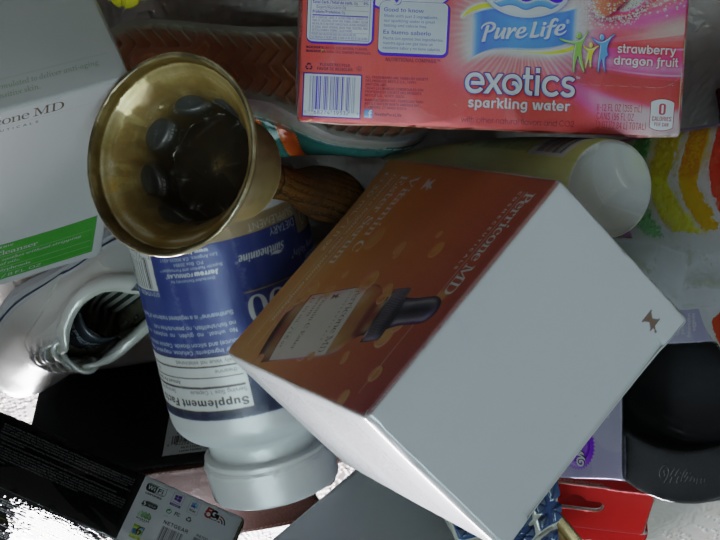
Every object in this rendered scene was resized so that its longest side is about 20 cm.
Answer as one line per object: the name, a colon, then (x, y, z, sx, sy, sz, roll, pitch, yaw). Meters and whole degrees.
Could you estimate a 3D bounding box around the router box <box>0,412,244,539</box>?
router box: (-0.185, 0.168, 1.108, 0.200, 0.051, 0.149, 24, 148, -1)

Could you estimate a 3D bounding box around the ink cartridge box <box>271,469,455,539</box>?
ink cartridge box: (-0.012, 0.251, 1.146, 0.146, 0.147, 0.200, 45, 139, 11)

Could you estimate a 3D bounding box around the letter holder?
letter holder: (-0.119, 0.144, 1.218, 0.199, 0.101, 0.142, -9, 135, 13)

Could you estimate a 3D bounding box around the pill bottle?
pill bottle: (-0.073, 0.040, 1.050, 0.111, 0.111, 0.201, -8, 106, 13)

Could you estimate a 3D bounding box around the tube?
tube: (0.087, -0.052, 0.947, 0.052, 0.200, 0.058, -46, 113, -12)

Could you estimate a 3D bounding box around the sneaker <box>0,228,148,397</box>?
sneaker: (-0.194, 0.037, 1.136, 0.073, 0.071, 0.200, 31, 129, -24)

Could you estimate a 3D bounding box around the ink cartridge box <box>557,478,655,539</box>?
ink cartridge box: (0.145, 0.198, 1.270, 0.116, 0.067, 0.200, 7, 135, 0)

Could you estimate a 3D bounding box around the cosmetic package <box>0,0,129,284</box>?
cosmetic package: (-0.200, -0.075, 0.958, 0.107, 0.085, 0.200, -18, 159, -20)

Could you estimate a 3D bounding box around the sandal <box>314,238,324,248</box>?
sandal: (0.004, 0.003, 1.087, 0.211, 0.070, 0.078, -27, 127, 28)

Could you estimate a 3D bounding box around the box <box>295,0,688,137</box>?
box: (0.066, -0.127, 0.904, 0.199, 0.095, 0.103, 1, 98, -2)

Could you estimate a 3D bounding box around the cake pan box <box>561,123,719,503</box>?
cake pan box: (0.185, 0.023, 0.914, 0.052, 0.201, 0.184, 4, 175, -38)

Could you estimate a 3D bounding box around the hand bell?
hand bell: (-0.048, -0.051, 0.941, 0.104, 0.104, 0.200, -25, 164, 26)

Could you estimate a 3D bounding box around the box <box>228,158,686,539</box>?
box: (0.043, 0.034, 0.898, 0.106, 0.152, 0.200, 45, 168, -21)

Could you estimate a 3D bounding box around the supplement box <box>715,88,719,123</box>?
supplement box: (0.263, -0.008, 1.027, 0.061, 0.109, 0.200, -10, 132, 14)

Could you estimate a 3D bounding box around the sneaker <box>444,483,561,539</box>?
sneaker: (0.061, 0.113, 1.100, 0.077, 0.085, 0.200, -27, 93, -16)

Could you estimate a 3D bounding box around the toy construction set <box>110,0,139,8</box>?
toy construction set: (-0.084, -0.220, 0.866, 0.131, 0.092, 0.200, 11, 146, -5)

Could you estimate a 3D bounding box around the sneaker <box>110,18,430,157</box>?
sneaker: (-0.059, -0.097, 1.002, 0.199, 0.072, 0.080, 9, 155, -12)

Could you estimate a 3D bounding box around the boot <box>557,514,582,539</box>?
boot: (0.096, 0.232, 1.197, 0.155, 0.073, 0.200, -2, 116, 46)
